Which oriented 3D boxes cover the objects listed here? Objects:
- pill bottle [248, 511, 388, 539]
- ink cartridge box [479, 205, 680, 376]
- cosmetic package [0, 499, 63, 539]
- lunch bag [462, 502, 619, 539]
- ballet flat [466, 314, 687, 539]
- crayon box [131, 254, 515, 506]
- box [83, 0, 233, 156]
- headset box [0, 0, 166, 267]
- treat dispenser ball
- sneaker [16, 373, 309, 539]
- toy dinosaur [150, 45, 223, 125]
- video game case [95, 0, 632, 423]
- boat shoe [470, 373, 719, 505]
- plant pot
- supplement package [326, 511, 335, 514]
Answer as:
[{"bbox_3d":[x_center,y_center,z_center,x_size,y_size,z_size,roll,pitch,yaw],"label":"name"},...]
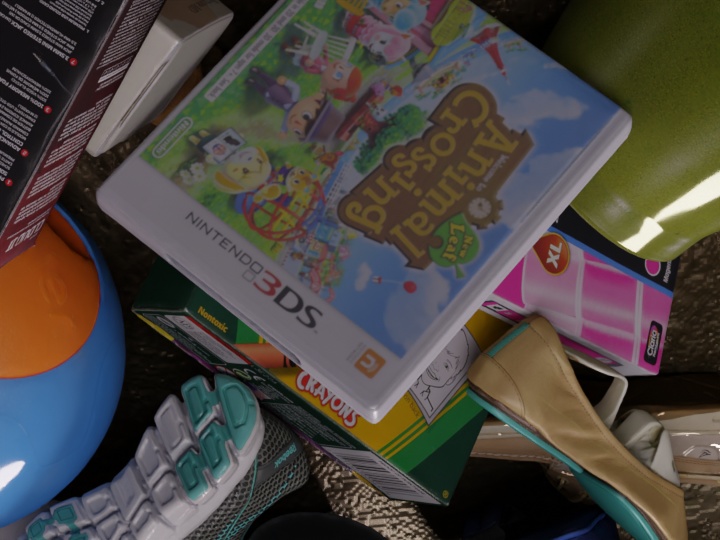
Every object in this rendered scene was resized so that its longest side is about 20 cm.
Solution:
[{"bbox_3d":[-0.034,0.236,1.122,0.111,0.112,0.201,7,118,-8],"label":"pill bottle"},{"bbox_3d":[0.095,-0.018,1.129,0.199,0.037,0.095,24,71,-34],"label":"ink cartridge box"},{"bbox_3d":[-0.178,0.186,1.177,0.199,0.102,0.074,10,152,19],"label":"cosmetic package"},{"bbox_3d":[0.098,0.201,1.203,0.135,0.200,0.133,-18,87,9],"label":"lunch bag"},{"bbox_3d":[0.135,0.092,1.140,0.063,0.069,0.200,-51,129,-3],"label":"ballet flat"},{"bbox_3d":[0.000,0.000,1.107,0.200,0.058,0.173,39,67,-31],"label":"crayon box"},{"bbox_3d":[-0.171,-0.156,1.040,0.200,0.095,0.078,40,111,-1],"label":"box"},{"bbox_3d":[-0.191,-0.104,0.971,0.148,0.077,0.201,33,112,4],"label":"headset box"},{"bbox_3d":[-0.224,0.041,1.098,0.200,0.201,0.202,-2,114,-4],"label":"treat dispenser ball"},{"bbox_3d":[-0.105,0.142,1.102,0.200,0.078,0.091,-40,142,17],"label":"sneaker"},{"bbox_3d":[-0.102,-0.099,1.123,0.199,0.060,0.107,0,115,-4],"label":"toy dinosaur"},{"bbox_3d":[0.002,-0.054,1.022,0.182,0.022,0.200,37,73,17],"label":"video game case"},{"bbox_3d":[0.138,0.104,1.225,0.199,0.074,0.070,-1,108,-5],"label":"boat shoe"},{"bbox_3d":[0.186,-0.111,1.082,0.200,0.201,0.193,38,118,-19],"label":"plant pot"},{"bbox_3d":[-0.084,0.249,1.252,0.199,0.110,0.114,-22,114,6],"label":"supplement package"}]
